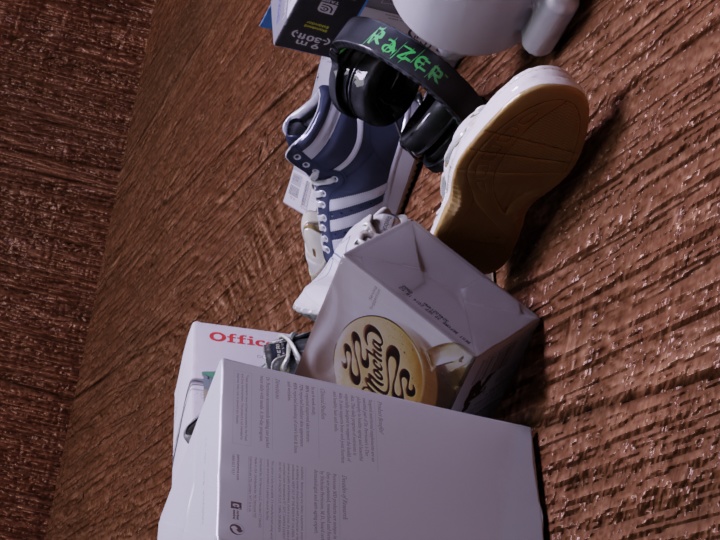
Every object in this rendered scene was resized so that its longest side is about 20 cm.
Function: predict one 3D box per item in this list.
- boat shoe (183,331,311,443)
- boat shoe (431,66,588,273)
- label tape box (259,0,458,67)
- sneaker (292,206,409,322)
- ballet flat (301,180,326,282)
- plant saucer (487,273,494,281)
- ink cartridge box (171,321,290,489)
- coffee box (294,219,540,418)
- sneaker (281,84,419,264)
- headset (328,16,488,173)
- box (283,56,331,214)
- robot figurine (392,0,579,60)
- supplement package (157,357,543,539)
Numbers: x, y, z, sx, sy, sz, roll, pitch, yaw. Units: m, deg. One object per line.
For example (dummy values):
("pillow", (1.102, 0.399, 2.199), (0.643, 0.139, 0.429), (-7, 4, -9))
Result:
("boat shoe", (-0.043, 0.079, 1.598), (0.200, 0.071, 0.072), (-43, 22, 15))
("boat shoe", (0.087, -0.076, 1.454), (0.200, 0.071, 0.070), (121, 155, -53))
("label tape box", (0.012, -0.200, 1.773), (0.200, 0.144, 0.064), (125, 153, -59))
("sneaker", (0.000, 0.000, 1.733), (0.200, 0.074, 0.087), (-83, 18, -76))
("ballet flat", (-0.019, -0.054, 1.929), (0.068, 0.062, 0.201), (-99, 26, -59))
("plant saucer", (0.045, 0.072, 1.610), (0.200, 0.032, 0.201), (-166, 90, -78))
("ink cartridge box", (-0.068, 0.136, 1.752), (0.200, 0.146, 0.085), (-95, 16, -53))
("coffee box", (0.020, 0.084, 1.481), (0.080, 0.113, 0.200), (-28, -31, -48))
("sneaker", (-0.023, -0.057, 1.849), (0.070, 0.108, 0.201), (-105, 31, -65))
("headset", (0.043, -0.134, 1.671), (0.094, 0.123, 0.200), (-54, -10, -13))
("box", (-0.015, -0.145, 2.051), (0.156, 0.041, 0.201), (-150, 73, -76))
("robot figurine", (0.082, -0.221, 1.529), (0.113, 0.170, 0.200), (-37, -13, -21))
("supplement package", (-0.009, 0.174, 1.361), (0.152, 0.199, 0.151), (-92, 20, -50))
